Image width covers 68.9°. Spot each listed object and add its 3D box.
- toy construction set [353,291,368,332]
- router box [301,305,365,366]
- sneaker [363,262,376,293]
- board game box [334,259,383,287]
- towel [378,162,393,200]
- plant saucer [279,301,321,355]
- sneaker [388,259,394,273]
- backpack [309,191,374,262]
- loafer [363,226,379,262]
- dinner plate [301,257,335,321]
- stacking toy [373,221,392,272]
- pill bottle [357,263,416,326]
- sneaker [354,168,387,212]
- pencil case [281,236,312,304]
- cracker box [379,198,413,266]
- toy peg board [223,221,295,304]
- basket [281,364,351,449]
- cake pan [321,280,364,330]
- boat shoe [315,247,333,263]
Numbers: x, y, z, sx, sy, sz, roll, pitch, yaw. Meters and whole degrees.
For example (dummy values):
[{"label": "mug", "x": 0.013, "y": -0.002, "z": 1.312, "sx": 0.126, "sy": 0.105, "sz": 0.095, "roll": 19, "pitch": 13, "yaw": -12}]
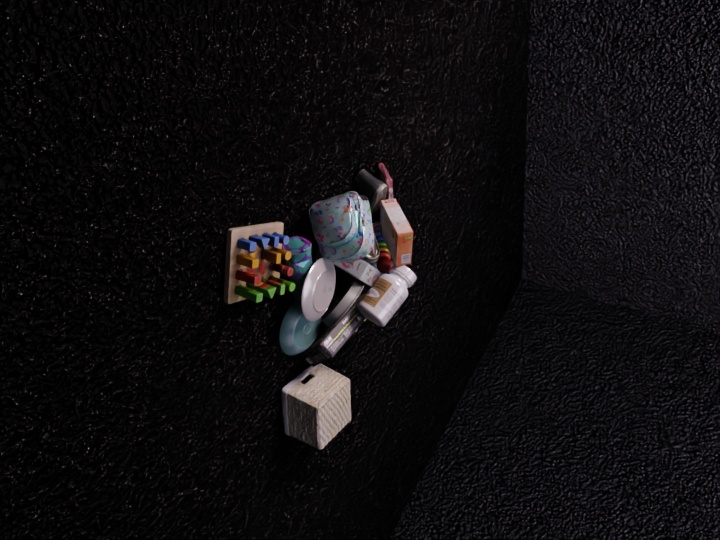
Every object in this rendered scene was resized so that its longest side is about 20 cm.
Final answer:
[{"label": "toy construction set", "x": -0.007, "y": 0.149, "z": 1.879, "sx": 0.092, "sy": 0.131, "sz": 0.200, "roll": -3, "pitch": 152, "yaw": -24}, {"label": "router box", "x": -0.089, "y": 0.221, "z": 1.759, "sx": 0.200, "sy": 0.062, "sz": 0.150, "roll": -47, "pitch": -174, "yaw": -37}, {"label": "sneaker", "x": 0.052, "y": 0.035, "z": 1.983, "sx": 0.082, "sy": 0.073, "sz": 0.200, "roll": -38, "pitch": 136, "yaw": -47}, {"label": "board game box", "x": 0.000, "y": 0.000, "z": 1.795, "sx": 0.064, "sy": 0.147, "sz": 0.200, "roll": -60, "pitch": 151, "yaw": 0}, {"label": "towel", "x": 0.091, "y": -0.264, "z": 1.868, "sx": 0.144, "sy": 0.023, "sz": 0.200, "roll": -107, "pitch": -171, "yaw": -54}, {"label": "plant saucer", "x": -0.183, "y": 0.184, "z": 1.694, "sx": 0.200, "sy": 0.036, "sz": 0.200, "roll": -34, "pitch": 132, "yaw": -48}, {"label": "sneaker", "x": 0.118, "y": -0.075, "z": 2.011, "sx": 0.082, "sy": 0.073, "sz": 0.200, "roll": -58, "pitch": 172, "yaw": -43}, {"label": "backpack", "x": -0.054, "y": -0.124, "z": 1.565, "sx": 0.151, "sy": 0.177, "sz": 0.200, "roll": -5, "pitch": 83, "yaw": -65}, {"label": "loafer", "x": 0.007, "y": -0.119, "z": 1.685, "sx": 0.075, "sy": 0.070, "sz": 0.200, "roll": -26, "pitch": 93, "yaw": -21}, {"label": "dinner plate", "x": -0.118, "y": 0.059, "z": 1.588, "sx": 0.200, "sy": 0.024, "sz": 0.200, "roll": -46, "pitch": 144, "yaw": -51}, {"label": "stacking toy", "x": 0.078, "y": -0.076, "z": 1.861, "sx": 0.085, "sy": 0.085, "sz": 0.200, "roll": 62, "pitch": 15, "yaw": -52}, {"label": "pill bottle", "x": 0.092, "y": 0.076, "z": 1.735, "sx": 0.200, "sy": 0.114, "sz": 0.114, "roll": -50, "pitch": 146, "yaw": -14}, {"label": "sneaker", "x": 0.029, "y": -0.267, "z": 1.798, "sx": 0.075, "sy": 0.106, "sz": 0.200, "roll": -40, "pitch": 169, "yaw": -23}, {"label": "pencil case", "x": -0.173, "y": 0.002, "z": 1.565, "sx": 0.092, "sy": 0.085, "sz": 0.200, "roll": -22, "pitch": 129, "yaw": -21}, {"label": "cracker box", "x": 0.117, "y": -0.129, "z": 1.748, "sx": 0.058, "sy": 0.200, "sz": 0.134, "roll": -10, "pitch": 132, "yaw": -11}, {"label": "toy peg board", "x": -0.254, "y": -0.015, "z": 1.405, "sx": 0.200, "sy": 0.098, "sz": 0.199, "roll": -19, "pitch": 121, "yaw": -56}, {"label": "basket", "x": -0.144, "y": 0.453, "z": 1.776, "sx": 0.198, "sy": 0.161, "sz": 0.200, "roll": -33, "pitch": 130, "yaw": -48}, {"label": "cake pan", "x": -0.062, "y": 0.110, "z": 1.757, "sx": 0.200, "sy": 0.037, "sz": 0.200, "roll": -50, "pitch": -174, "yaw": 7}, {"label": "boat shoe", "x": -0.089, "y": -0.081, "z": 1.680, "sx": 0.066, "sy": 0.074, "sz": 0.200, "roll": 23, "pitch": 75, "yaw": -55}]
